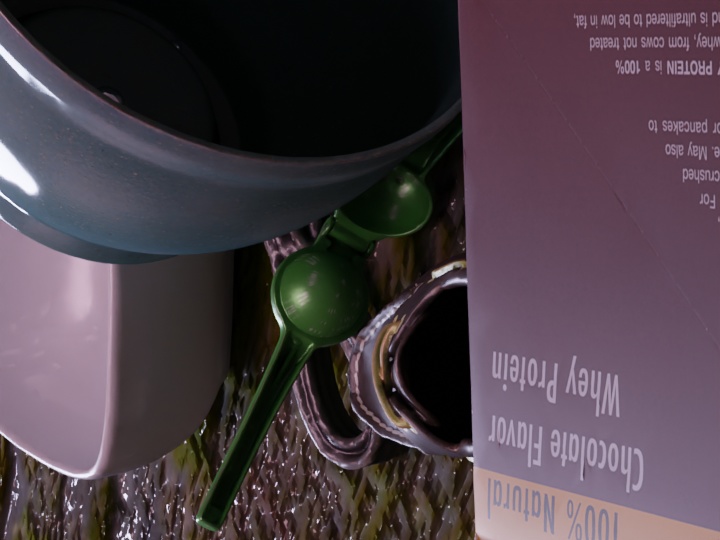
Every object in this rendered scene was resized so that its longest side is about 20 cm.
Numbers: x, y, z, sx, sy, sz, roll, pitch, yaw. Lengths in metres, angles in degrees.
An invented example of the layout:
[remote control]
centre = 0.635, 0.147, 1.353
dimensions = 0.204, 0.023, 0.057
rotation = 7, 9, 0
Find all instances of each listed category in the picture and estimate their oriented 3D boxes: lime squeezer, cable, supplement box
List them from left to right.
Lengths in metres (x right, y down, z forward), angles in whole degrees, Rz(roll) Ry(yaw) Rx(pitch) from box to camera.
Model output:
[cable]
centre = -0.033, -0.024, 1.035
dimensions = 0.097, 0.050, 0.200
rotation = -7, 85, 40
[lime squeezer]
centre = 0.000, 0.000, 0.971
dimensions = 0.200, 0.038, 0.071
rotation = -56, 29, 13
[supplement box]
centre = 0.127, -0.026, 0.646
dimensions = 0.197, 0.133, 0.200
rotation = 8, 101, 62

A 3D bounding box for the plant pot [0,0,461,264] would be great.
[plant pot]
centre = -0.069, -0.084, 0.934
dimensions = 0.134, 0.200, 0.200
rotation = -51, 50, 48

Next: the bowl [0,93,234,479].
[bowl]
centre = -0.113, -0.022, 1.180
dimensions = 0.200, 0.075, 0.200
rotation = 23, 114, 60

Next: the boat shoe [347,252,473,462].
[boat shoe]
centre = 0.039, 0.027, 0.905
dimensions = 0.201, 0.061, 0.072
rotation = -15, 81, 62
